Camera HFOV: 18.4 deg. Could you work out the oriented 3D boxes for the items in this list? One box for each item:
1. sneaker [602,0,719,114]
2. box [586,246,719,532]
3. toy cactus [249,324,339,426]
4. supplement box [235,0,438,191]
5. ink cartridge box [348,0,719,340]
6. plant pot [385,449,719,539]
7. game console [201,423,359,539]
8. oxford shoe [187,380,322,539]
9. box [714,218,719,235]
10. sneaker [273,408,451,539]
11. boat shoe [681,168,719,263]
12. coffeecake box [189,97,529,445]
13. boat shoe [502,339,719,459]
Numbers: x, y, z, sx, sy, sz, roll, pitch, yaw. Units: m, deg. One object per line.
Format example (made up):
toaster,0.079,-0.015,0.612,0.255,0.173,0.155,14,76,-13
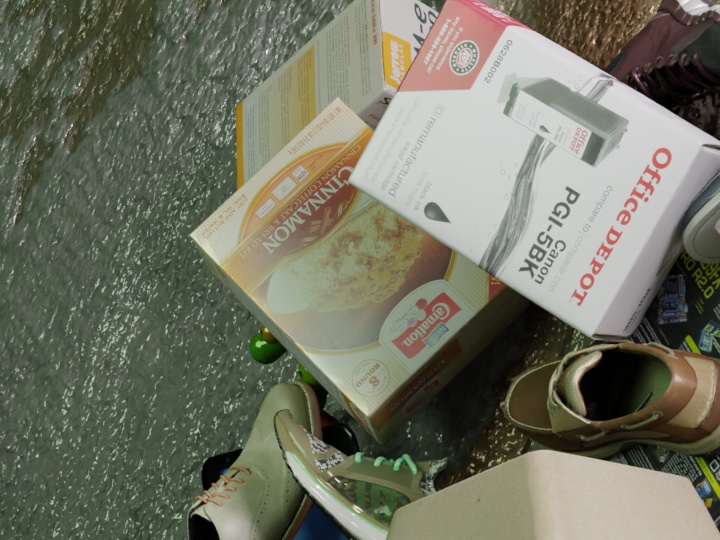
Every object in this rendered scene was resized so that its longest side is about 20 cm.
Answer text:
sneaker,0.216,-0.120,1.491,0.115,0.076,0.200,-44,15,3
box,0.220,0.083,1.417,0.160,0.044,0.200,-52,35,20
toy cactus,0.002,0.053,1.733,0.200,0.102,0.165,-1,49,58
supplement box,-0.018,-0.132,1.876,0.200,0.073,0.127,-37,41,37
ink cartridge box,0.116,-0.067,1.442,0.199,0.083,0.147,33,100,20
plant pot,0.117,0.215,1.306,0.199,0.199,0.178,-29,57,44
game console,-0.080,0.227,1.678,0.200,0.117,0.176,-19,23,50
oxford shoe,-0.083,0.170,1.634,0.071,0.074,0.201,-10,61,53
box,0.318,-0.064,1.317,0.200,0.099,0.096,-55,34,15
sneaker,0.023,0.158,1.577,0.089,0.200,0.077,-46,-13,-8
boat shoe,0.278,-0.082,1.397,0.200,0.073,0.062,-40,43,11
coffeecake box,0.000,0.000,1.629,0.153,0.073,0.200,-43,68,-8
boat shoe,0.156,0.074,1.404,0.200,0.074,0.076,-8,63,53
